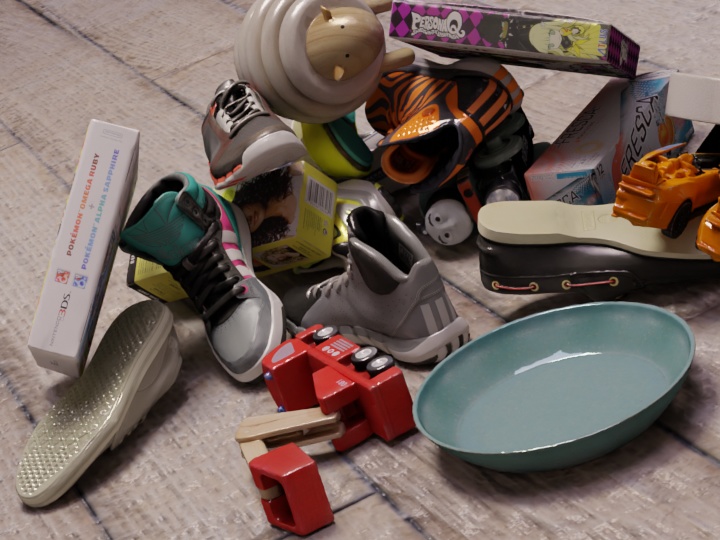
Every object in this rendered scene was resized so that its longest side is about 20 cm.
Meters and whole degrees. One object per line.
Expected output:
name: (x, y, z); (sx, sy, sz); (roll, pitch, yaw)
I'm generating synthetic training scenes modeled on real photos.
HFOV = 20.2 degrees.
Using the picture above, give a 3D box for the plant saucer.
plant saucer: (0.135, 0.085, 1.382); (0.198, 0.036, 0.200); (-16, 22, 7)

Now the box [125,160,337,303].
box: (-0.112, -0.031, 1.736); (0.199, 0.050, 0.076); (-17, 57, 36)

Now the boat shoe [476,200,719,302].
boat shoe: (0.187, -0.012, 1.525); (0.200, 0.064, 0.074); (2, 28, 9)

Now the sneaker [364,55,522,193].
sneaker: (0.042, -0.122, 1.713); (0.112, 0.078, 0.200); (-48, 19, -24)

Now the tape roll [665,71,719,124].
tape roll: (0.340, -0.127, 1.591); (0.201, 0.037, 0.203); (7, 8, -1)

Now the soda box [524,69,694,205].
soda box: (0.213, -0.100, 1.709); (0.068, 0.064, 0.200); (-3, 28, 33)

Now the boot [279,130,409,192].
boot: (0.018, -0.112, 1.872); (0.199, 0.073, 0.090); (-24, 29, -12)

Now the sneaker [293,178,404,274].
sneaker: (-0.055, -0.038, 1.766); (0.199, 0.076, 0.076); (-2, 37, 47)

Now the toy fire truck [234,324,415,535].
toy fire truck: (-0.037, 0.108, 1.444); (0.140, 0.049, 0.200); (-27, 24, -19)

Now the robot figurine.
robot figurine: (0.275, -0.058, 1.491); (0.144, 0.059, 0.200); (26, 26, 26)

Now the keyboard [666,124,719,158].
keyboard: (0.282, -0.061, 1.625); (0.103, 0.040, 0.200); (18, 35, 19)

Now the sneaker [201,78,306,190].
sneaker: (-0.103, -0.117, 1.683); (0.077, 0.082, 0.200); (-21, 7, -14)

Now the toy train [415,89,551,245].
toy train: (0.104, -0.085, 1.749); (0.113, 0.086, 0.200); (-25, 22, 17)

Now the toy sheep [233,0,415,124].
toy sheep: (-0.041, -0.188, 1.727); (0.137, 0.139, 0.200); (-30, 10, -27)

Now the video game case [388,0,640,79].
video game case: (0.133, -0.192, 1.686); (0.180, 0.036, 0.200); (8, 3, 13)

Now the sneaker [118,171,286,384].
sneaker: (-0.131, -0.006, 1.610); (0.084, 0.120, 0.201); (-41, 44, 17)

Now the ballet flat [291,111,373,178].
ballet flat: (-0.032, -0.120, 1.812); (0.067, 0.067, 0.200); (-43, 26, 16)

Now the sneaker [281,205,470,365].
sneaker: (0.000, 0.000, 1.575); (0.075, 0.116, 0.199); (-34, 27, -34)

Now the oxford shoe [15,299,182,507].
oxford shoe: (-0.195, 0.109, 1.563); (0.075, 0.058, 0.201); (2, 45, 34)

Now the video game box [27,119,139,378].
video game box: (-0.220, -0.012, 1.619); (0.046, 0.184, 0.200); (13, -9, -5)
